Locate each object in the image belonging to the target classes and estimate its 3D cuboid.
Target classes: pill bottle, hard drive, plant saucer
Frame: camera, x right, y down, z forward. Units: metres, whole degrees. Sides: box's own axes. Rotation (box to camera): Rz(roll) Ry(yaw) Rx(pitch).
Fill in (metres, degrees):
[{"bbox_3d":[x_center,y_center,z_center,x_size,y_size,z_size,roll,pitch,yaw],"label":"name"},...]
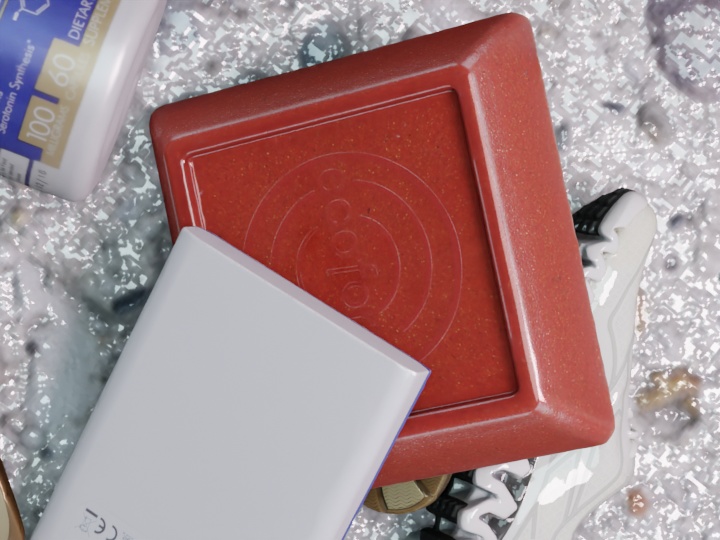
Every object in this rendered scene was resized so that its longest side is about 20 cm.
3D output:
[{"bbox_3d":[-0.197,-0.120,1.090,0.200,0.120,0.120,20,87,-3],"label":"pill bottle"},{"bbox_3d":[-0.069,0.099,1.102,0.132,0.025,0.200,31,103,19],"label":"hard drive"},{"bbox_3d":[0.000,0.000,1.104,0.200,0.037,0.200,-13,87,22],"label":"plant saucer"}]

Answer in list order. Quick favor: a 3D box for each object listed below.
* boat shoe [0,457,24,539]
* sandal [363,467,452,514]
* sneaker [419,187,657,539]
[{"bbox_3d":[-0.221,0.049,1.118,0.072,0.072,0.200,-21,97,-6],"label":"boat shoe"},{"bbox_3d":[0.027,0.014,1.142,0.080,0.054,0.200,6,94,22],"label":"sandal"},{"bbox_3d":[0.099,0.058,1.146,0.081,0.075,0.200,23,93,-14],"label":"sneaker"}]
